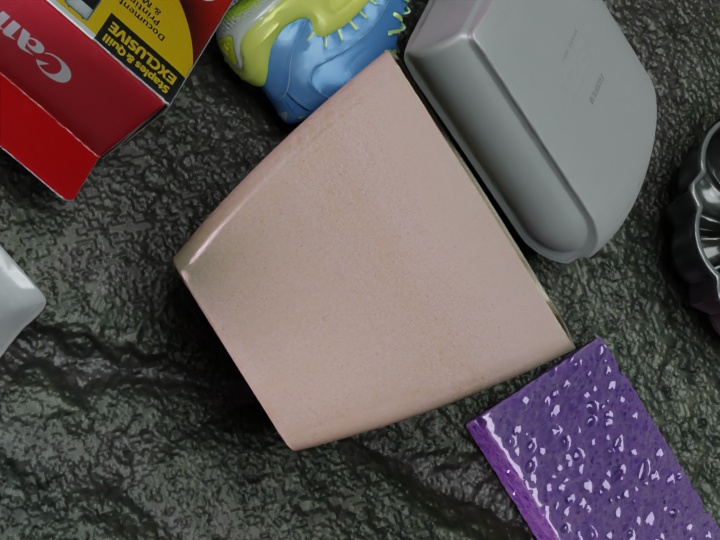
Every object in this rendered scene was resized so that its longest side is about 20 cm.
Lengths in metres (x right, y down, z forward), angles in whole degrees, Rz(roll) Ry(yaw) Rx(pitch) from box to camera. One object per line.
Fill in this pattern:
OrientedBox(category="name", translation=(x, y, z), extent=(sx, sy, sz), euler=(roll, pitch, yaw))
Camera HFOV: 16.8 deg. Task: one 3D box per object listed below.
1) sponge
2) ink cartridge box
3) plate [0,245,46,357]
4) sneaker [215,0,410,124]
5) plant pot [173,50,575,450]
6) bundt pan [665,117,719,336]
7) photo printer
OrientedBox(category="sponge", translation=(0.166, 0.155, 1.616), extent=(0.111, 0.030, 0.200), euler=(-33, 92, -28))
OrientedBox(category="ink cartridge box", translation=(-0.192, -0.172, 1.469), extent=(0.200, 0.084, 0.176), euler=(40, 48, -16))
OrientedBox(category="plate", translation=(-0.273, -0.024, 1.393), extent=(0.032, 0.200, 0.200), euler=(-40, 97, 13))
OrientedBox(category="sneaker", translation=(0.001, -0.166, 1.604), extent=(0.200, 0.076, 0.105), euler=(-34, 105, -20))
OrientedBox(category="plant pot", translation=(0.000, 0.000, 1.478), extent=(0.177, 0.200, 0.200), euler=(-32, 92, 4))
OrientedBox(category="bundt pan", translation=(0.295, -0.025, 1.693), extent=(0.201, 0.076, 0.203), euler=(7, 74, -24))
OrientedBox(category="photo printer", translation=(0.121, -0.116, 1.600), extent=(0.200, 0.069, 0.167), euler=(55, 40, -25))
